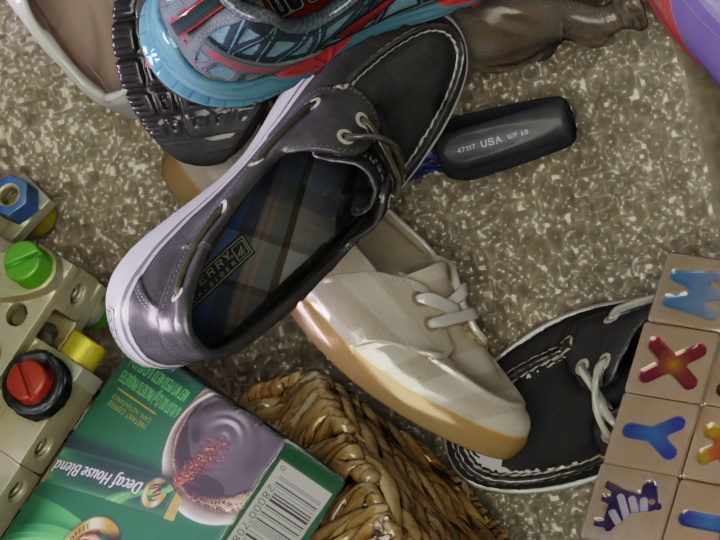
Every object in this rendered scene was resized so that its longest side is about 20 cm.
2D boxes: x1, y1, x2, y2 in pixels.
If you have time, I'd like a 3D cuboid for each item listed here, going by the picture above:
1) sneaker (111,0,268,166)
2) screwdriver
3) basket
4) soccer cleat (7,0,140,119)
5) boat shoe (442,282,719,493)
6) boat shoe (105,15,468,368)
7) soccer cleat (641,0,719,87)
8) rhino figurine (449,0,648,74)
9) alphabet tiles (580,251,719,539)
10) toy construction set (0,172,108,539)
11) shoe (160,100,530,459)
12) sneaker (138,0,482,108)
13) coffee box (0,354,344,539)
[{"bbox_3d":[-0.058,-0.141,1.241,0.076,0.091,0.200,0,82,12],"label":"sneaker"},{"bbox_3d":[-0.001,-0.037,1.287,0.200,0.028,0.029,-19,120,15],"label":"screwdriver"},{"bbox_3d":[-0.033,0.157,1.268,0.200,0.143,0.149,-43,131,12],"label":"basket"},{"bbox_3d":[-0.140,-0.152,1.266,0.069,0.078,0.200,-37,88,9],"label":"soccer cleat"},{"bbox_3d":[0.127,0.045,1.251,0.200,0.060,0.074,-17,91,9],"label":"boat shoe"},{"bbox_3d":[-0.017,-0.035,1.177,0.200,0.066,0.070,-42,115,-23],"label":"boat shoe"},{"bbox_3d":[0.191,-0.075,1.219,0.067,0.076,0.200,-38,85,-20],"label":"soccer cleat"},{"bbox_3d":[0.044,-0.177,1.249,0.087,0.060,0.200,-24,89,6],"label":"rhino figurine"},{"bbox_3d":[0.174,0.091,1.165,0.167,0.008,0.200,9,64,22],"label":"alphabet tiles"},{"bbox_3d":[-0.179,0.053,1.272,0.131,0.092,0.200,31,100,27],"label":"toy construction set"},{"bbox_3d":[0.000,0.000,1.240,0.200,0.070,0.053,43,111,12],"label":"shoe"},{"bbox_3d":[0.011,-0.132,1.153,0.200,0.096,0.079,-36,88,-22],"label":"sneaker"},{"bbox_3d":[-0.104,0.137,1.201,0.044,0.123,0.200,37,86,-40],"label":"coffee box"}]
